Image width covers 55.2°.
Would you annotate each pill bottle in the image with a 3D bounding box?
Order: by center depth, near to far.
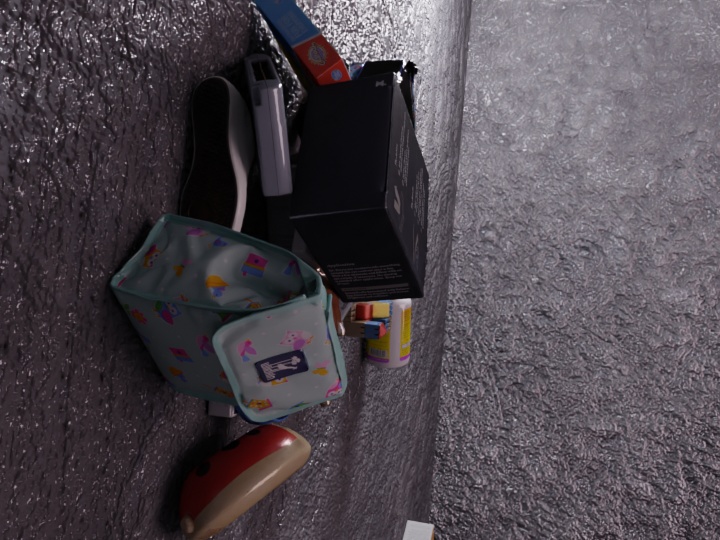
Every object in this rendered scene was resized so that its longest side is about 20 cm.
[{"bbox_3d":[0.064,0.113,1.576,0.104,0.103,0.203,-41,134,-70],"label":"pill bottle"}]

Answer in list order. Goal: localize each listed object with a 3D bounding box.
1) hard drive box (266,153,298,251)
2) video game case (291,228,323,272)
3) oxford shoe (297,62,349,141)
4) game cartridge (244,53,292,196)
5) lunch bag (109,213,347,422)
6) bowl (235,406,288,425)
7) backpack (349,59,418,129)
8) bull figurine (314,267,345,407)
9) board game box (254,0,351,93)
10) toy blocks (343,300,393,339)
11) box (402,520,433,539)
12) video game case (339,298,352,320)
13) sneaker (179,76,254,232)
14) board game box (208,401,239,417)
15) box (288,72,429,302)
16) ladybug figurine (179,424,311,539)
[{"bbox_3d":[-0.076,-0.066,1.030,0.156,0.076,0.203,-48,140,-66],"label":"hard drive box"},{"bbox_3d":[-0.043,-0.090,0.960,0.182,0.023,0.202,52,44,-67],"label":"video game case"},{"bbox_3d":[-0.048,-0.246,1.097,0.085,0.072,0.201,82,19,-45],"label":"oxford shoe"},{"bbox_3d":[-0.108,-0.166,0.799,0.200,0.041,0.135,-113,-166,-61],"label":"game cartridge"},{"bbox_3d":[-0.111,0.053,0.664,0.171,0.198,0.123,80,29,-47],"label":"lunch bag"},{"bbox_3d":[-0.110,0.096,0.881,0.200,0.039,0.203,3,90,-76],"label":"bowl"},{"bbox_3d":[0.036,-0.272,1.288,0.183,0.133,0.202,-70,158,-48],"label":"backpack"},{"bbox_3d":[-0.064,0.091,0.854,0.201,0.064,0.122,-72,160,-44],"label":"bull figurine"},{"bbox_3d":[-0.057,-0.269,0.936,0.154,0.040,0.200,54,1,21],"label":"board game box"},{"bbox_3d":[-0.004,0.080,1.235,0.200,0.135,0.101,-21,115,-75],"label":"toy blocks"},{"bbox_3d":[0.185,0.968,2.315,0.200,0.096,0.126,-60,151,-58],"label":"box"},{"bbox_3d":[0.000,0.000,1.092,0.183,0.024,0.200,-59,-177,31],"label":"video game case"},{"bbox_3d":[-0.144,-0.102,0.756,0.085,0.072,0.203,22,71,-72],"label":"sneaker"},{"bbox_3d":[-0.139,0.119,0.918,0.200,0.034,0.128,21,73,-75],"label":"board game box"},{"bbox_3d":[0.009,-0.095,0.851,0.201,0.116,0.199,61,29,-54],"label":"box"},{"bbox_3d":[-0.139,0.240,0.806,0.136,0.072,0.199,-44,169,29],"label":"ladybug figurine"}]
